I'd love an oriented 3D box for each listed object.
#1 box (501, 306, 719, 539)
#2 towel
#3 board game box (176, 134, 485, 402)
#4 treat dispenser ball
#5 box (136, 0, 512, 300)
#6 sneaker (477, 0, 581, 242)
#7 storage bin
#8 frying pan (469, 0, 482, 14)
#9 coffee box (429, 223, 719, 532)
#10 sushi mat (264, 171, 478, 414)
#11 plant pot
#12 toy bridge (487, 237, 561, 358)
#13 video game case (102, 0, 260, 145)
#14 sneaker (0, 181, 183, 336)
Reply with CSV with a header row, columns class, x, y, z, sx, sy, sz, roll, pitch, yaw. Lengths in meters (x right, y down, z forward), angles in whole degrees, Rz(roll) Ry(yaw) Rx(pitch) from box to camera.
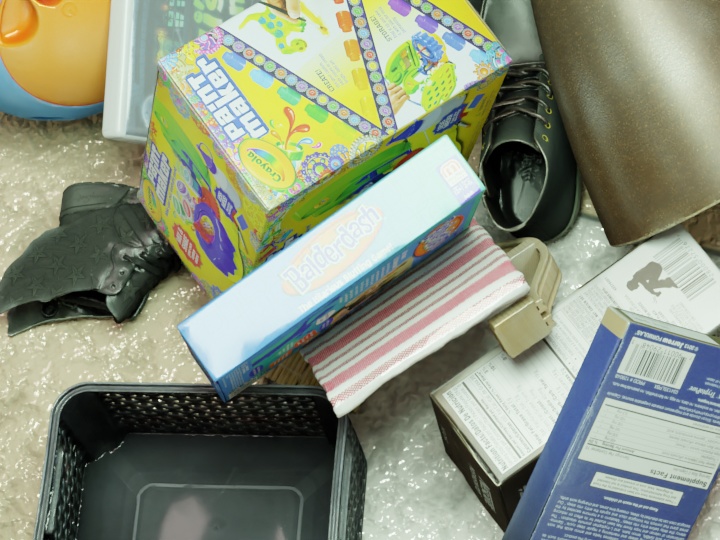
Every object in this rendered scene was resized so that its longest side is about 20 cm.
class,x,y,z,sx,sy,sz,roll,pitch,yaw
box,0.166,0.129,1.548,0.032,0.121,0.201,40,111,56
towel,0.028,0.024,1.605,0.146,0.200,0.030,-35,109,0
board game box,-0.018,0.002,1.538,0.199,0.152,0.045,-35,84,-6
treat dispenser ball,-0.217,-0.206,1.750,0.199,0.201,0.202,-4,64,8
box,-0.029,-0.091,1.600,0.192,0.200,0.122,-32,76,-19
sneaker,0.113,-0.120,1.669,0.074,0.106,0.201,-6,87,14
storage bin,-0.102,0.154,1.622,0.199,0.094,0.136,0,65,10
frying pan,0.076,-0.134,1.766,0.114,0.031,0.191,-2,62,9
coffee box,0.150,0.072,1.607,0.200,0.113,0.080,-35,67,-7
sushi mat,0.000,0.000,1.721,0.095,0.012,0.201,24,71,17
plant pot,0.192,-0.149,1.615,0.186,0.187,0.201,-32,95,-6
toy bridge,0.094,0.006,1.621,0.067,0.200,0.027,-33,106,-3
video game case,-0.094,-0.180,1.711,0.023,0.181,0.201,-1,85,49
sneaker,-0.153,-0.006,1.727,0.198,0.060,0.105,1,64,16
